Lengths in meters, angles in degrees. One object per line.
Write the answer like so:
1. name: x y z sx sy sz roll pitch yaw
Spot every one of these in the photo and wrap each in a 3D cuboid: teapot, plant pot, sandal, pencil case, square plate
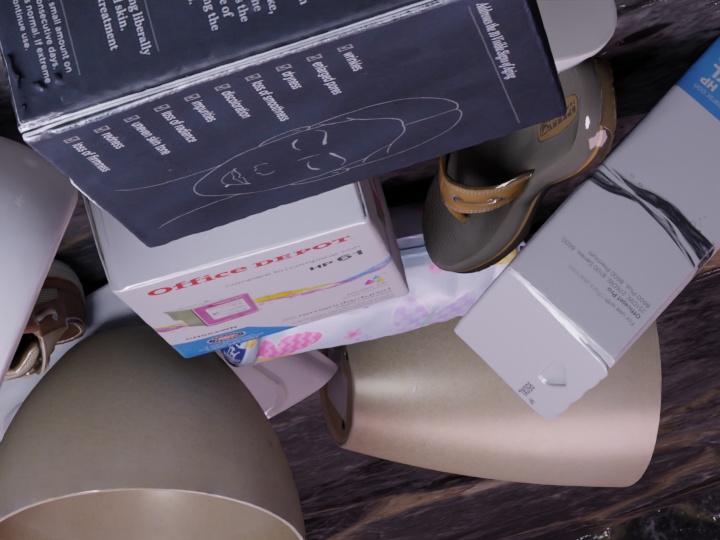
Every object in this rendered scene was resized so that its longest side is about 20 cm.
1. teapot: -0.234 0.011 1.312 0.146 0.200 0.197 22 -165 -5
2. plant pot: 0.078 0.066 1.842 0.200 0.188 0.187 -6 164 -15
3. sandal: 0.078 -0.061 1.521 0.054 0.082 0.200 1 161 -26
4. plant pot: -0.134 0.113 1.645 0.200 0.135 0.200 -2 152 -1
5. pencil case: 0.000 0.000 1.670 0.200 0.083 0.091 -10 151 -22
6. square plate: -0.143 0.080 1.752 0.198 0.028 0.200 -30 142 19

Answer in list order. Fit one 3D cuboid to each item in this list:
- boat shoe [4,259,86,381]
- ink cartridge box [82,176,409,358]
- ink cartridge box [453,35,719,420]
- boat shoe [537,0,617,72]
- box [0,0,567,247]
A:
1. boat shoe: -0.212 0.032 1.574 0.076 0.072 0.200 -19 167 15
2. ink cartridge box: -0.061 -0.024 1.499 0.144 0.085 0.200 -17 165 4
3. ink cartridge box: 0.159 -0.022 1.563 0.200 0.084 0.145 -47 176 -19
4. boat shoe: 0.027 -0.106 1.325 0.200 0.072 0.069 -20 169 -22
5. box: -0.032 -0.111 1.092 0.196 0.124 0.200 -16 166 6
